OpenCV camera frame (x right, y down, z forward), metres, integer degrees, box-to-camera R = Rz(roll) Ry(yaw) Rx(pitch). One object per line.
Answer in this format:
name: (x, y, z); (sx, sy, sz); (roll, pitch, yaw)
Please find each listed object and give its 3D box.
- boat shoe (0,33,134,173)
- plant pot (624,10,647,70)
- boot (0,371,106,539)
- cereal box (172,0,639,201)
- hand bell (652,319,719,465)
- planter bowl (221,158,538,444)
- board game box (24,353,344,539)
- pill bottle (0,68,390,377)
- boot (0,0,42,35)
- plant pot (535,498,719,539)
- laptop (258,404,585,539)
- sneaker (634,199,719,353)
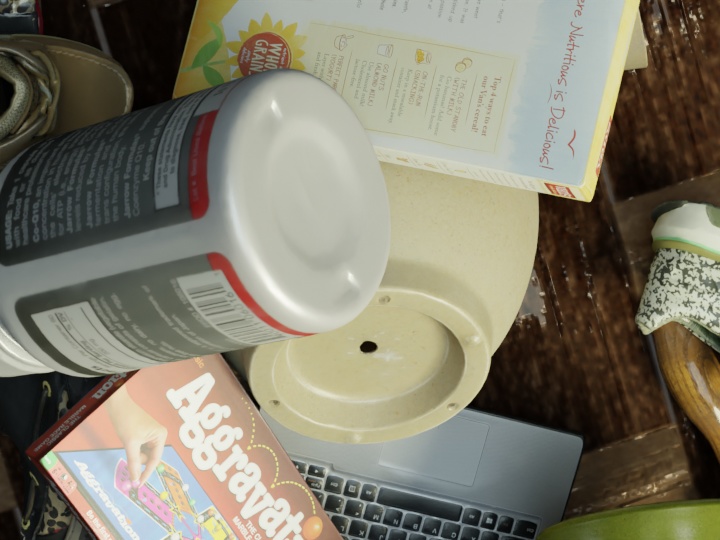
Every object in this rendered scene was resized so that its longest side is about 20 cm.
boat shoe: (-0.176, -0.077, 0.886); (0.200, 0.064, 0.072); (-14, 101, -50)
plant pot: (0.030, -0.173, 0.961); (0.199, 0.187, 0.188); (-14, 97, 8)
boot: (-0.177, 0.085, 0.989); (0.151, 0.200, 0.073); (42, 49, 21)
cereal box: (0.025, -0.121, 0.848); (0.199, 0.040, 0.145); (13, 83, 15)
hand bell: (0.215, 0.113, 1.053); (0.104, 0.104, 0.201); (-27, 85, -4)
planter bowl: (0.000, 0.000, 0.930); (0.199, 0.135, 0.201); (-4, 137, -3)
board game box: (-0.074, 0.127, 0.924); (0.103, 0.019, 0.200); (-44, 123, -20)
pill bottle: (-0.096, -0.014, 0.831); (0.199, 0.114, 0.114); (-12, 98, 35)
boot: (-0.243, -0.107, 0.970); (0.150, 0.073, 0.201); (-1, 92, -8)
plant pot: (0.165, 0.222, 0.951); (0.199, 0.200, 0.194); (-3, 74, -6)
laptop: (0.019, 0.176, 1.005); (0.186, 0.116, 0.201); (14, 100, -8)
sneaker: (0.238, 0.042, 1.037); (0.199, 0.077, 0.089); (28, 80, 0)
